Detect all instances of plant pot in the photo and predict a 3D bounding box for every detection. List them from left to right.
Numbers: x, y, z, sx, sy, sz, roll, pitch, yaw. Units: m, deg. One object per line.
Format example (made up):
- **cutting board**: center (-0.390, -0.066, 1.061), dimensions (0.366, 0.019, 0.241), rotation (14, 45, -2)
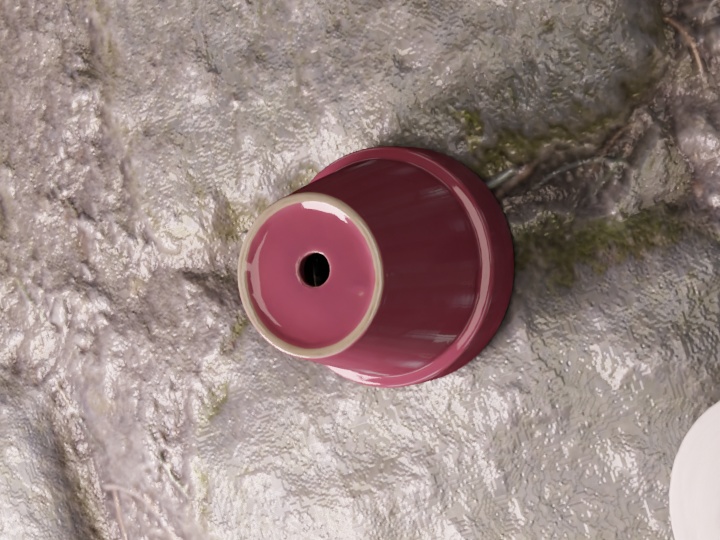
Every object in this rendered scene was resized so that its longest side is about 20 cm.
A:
- **plant pot**: center (0.000, 0.000, 1.414), dimensions (0.200, 0.179, 0.201), rotation (2, 94, 27)

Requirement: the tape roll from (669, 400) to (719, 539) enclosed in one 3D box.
- **tape roll**: center (0.328, 0.177, 1.290), dimensions (0.202, 0.071, 0.203), rotation (8, 103, 39)
